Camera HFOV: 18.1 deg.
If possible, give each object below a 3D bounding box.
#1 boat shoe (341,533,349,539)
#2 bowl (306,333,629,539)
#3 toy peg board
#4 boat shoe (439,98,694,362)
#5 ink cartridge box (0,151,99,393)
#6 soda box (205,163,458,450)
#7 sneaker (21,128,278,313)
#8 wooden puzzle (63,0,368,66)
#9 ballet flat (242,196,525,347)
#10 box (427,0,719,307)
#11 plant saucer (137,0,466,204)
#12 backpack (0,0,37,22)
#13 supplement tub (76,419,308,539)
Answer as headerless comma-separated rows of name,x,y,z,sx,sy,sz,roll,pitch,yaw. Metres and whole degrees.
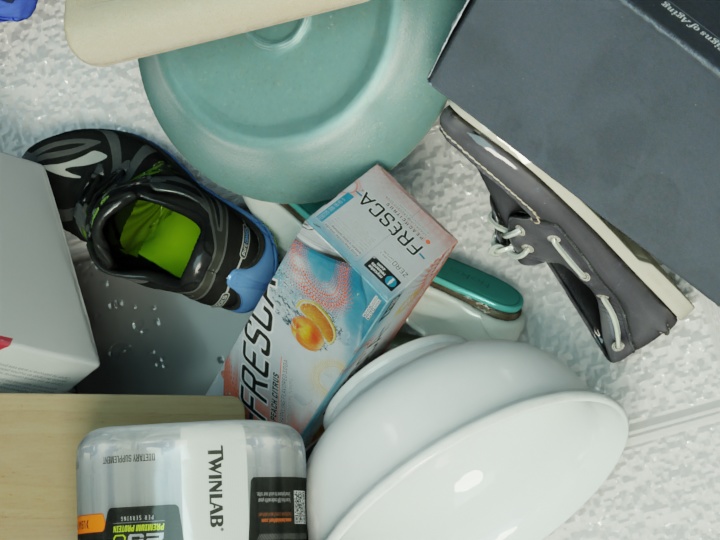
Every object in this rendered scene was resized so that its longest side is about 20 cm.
boat shoe,-0.063,0.232,1.317,0.065,0.074,0.204,23,104,37
bowl,0.041,0.099,1.245,0.201,0.201,0.091,-36,62,10
toy peg board,-0.172,0.173,1.258,0.198,0.098,0.201,2,81,-22
boat shoe,0.103,-0.019,1.237,0.063,0.073,0.200,-44,121,10
ink cartridge box,-0.277,0.035,1.288,0.200,0.145,0.145,-38,57,28
soda box,-0.022,0.033,1.253,0.064,0.068,0.200,43,140,10
sneaker,-0.133,-0.036,1.314,0.199,0.082,0.071,29,99,38
wooden puzzle,-0.075,-0.219,1.208,0.184,0.037,0.202,-11,64,20
ballet flat,0.000,0.000,1.312,0.199,0.069,0.070,31,96,11
box,0.177,-0.123,1.178,0.200,0.197,0.124,38,134,7
plant saucer,-0.040,-0.138,1.225,0.198,0.036,0.202,-1,87,22
backpack,-0.257,-0.211,1.305,0.168,0.162,0.201,41,106,38
supplement tub,-0.085,0.181,1.172,0.121,0.122,0.202,-5,82,13
